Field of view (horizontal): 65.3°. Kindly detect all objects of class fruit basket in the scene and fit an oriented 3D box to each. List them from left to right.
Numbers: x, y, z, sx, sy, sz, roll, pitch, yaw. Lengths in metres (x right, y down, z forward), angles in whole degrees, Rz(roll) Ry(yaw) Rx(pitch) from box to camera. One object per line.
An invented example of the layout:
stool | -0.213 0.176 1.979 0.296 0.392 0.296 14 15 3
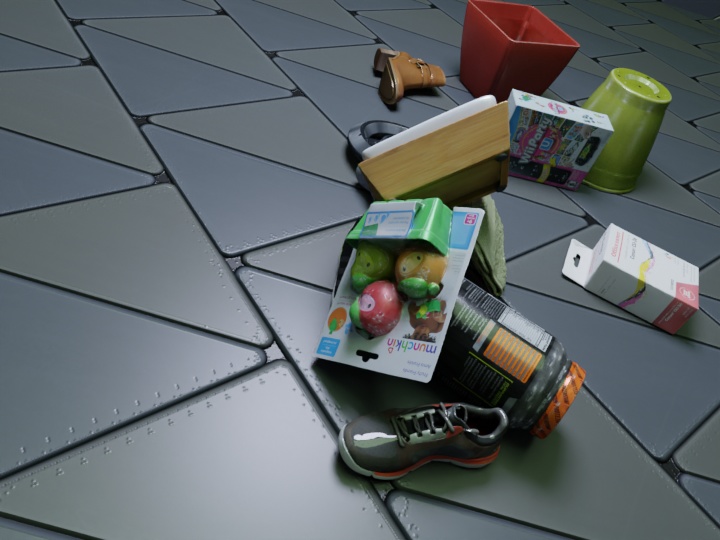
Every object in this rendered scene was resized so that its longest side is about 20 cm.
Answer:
fruit basket | 0.034 0.014 0.643 0.183 0.094 0.203 4 61 45

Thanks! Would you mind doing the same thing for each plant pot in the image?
plant pot | 0.340 -0.488 1.300 0.196 0.178 0.202 -6 49 -25
plant pot | 0.532 -0.301 1.169 0.196 0.195 0.203 9 44 -9

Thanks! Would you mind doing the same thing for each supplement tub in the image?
supplement tub | 0.160 0.104 0.684 0.199 0.124 0.122 35 45 16

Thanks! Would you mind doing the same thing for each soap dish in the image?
soap dish | 0.107 -0.134 0.749 0.197 0.157 0.083 -21 74 8

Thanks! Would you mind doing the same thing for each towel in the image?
towel | 0.190 -0.070 0.871 0.036 0.149 0.202 -18 33 24

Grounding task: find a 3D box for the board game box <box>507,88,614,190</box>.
board game box | 0.358 -0.248 1.089 0.196 0.149 0.065 12 45 -7

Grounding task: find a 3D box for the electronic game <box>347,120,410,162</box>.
electronic game | 0.070 -0.218 1.032 0.196 0.042 0.202 14 36 -11

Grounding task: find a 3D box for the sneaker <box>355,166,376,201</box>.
sneaker | 0.039 -0.101 0.884 0.198 0.078 0.140 24 59 36

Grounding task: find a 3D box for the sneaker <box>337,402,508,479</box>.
sneaker | 0.073 0.170 0.616 0.196 0.083 0.078 0 46 -19

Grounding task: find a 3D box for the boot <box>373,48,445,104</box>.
boot | 0.117 -0.421 1.233 0.152 0.074 0.203 9 47 -17

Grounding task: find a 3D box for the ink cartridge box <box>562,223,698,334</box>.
ink cartridge box | 0.445 0.001 0.927 0.198 0.068 0.117 28 44 9

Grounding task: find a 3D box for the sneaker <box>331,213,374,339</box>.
sneaker | 0.000 0.000 0.760 0.070 0.084 0.202 7 45 -12
